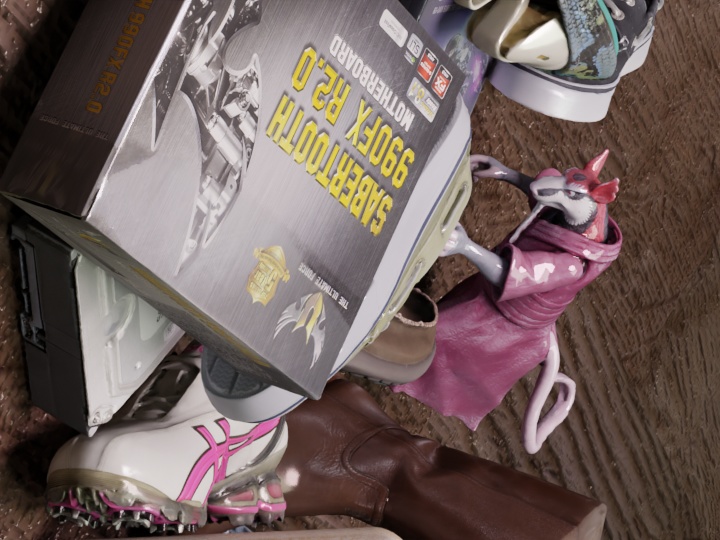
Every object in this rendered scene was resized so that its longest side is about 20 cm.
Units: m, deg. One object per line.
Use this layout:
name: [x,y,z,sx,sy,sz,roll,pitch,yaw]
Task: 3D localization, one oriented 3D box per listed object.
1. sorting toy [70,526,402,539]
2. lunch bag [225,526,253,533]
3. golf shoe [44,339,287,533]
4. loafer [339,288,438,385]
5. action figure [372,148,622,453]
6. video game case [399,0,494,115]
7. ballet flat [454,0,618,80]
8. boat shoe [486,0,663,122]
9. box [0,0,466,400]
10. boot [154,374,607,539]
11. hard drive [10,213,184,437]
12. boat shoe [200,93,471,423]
sorting toy: [-0.051,0.158,1.358,0.200,0.184,0.037,63,25,-67]
lunch bag: [-0.063,0.257,1.528,0.170,0.127,0.201,64,46,-71]
golf shoe: [-0.091,0.076,1.287,0.200,0.072,0.092,5,87,-72]
loafer: [-0.013,0.009,1.343,0.200,0.073,0.071,9,105,-63]
action figure: [0.093,0.014,1.549,0.200,0.149,0.134,-47,-176,40]
video game case: [0.024,-0.073,1.443,0.143,0.019,0.201,-20,135,-65]
ballet flat: [0.072,-0.144,1.358,0.074,0.074,0.200,-55,142,-20]
boat shoe: [0.128,-0.137,1.547,0.200,0.072,0.068,-35,149,-62]
box: [-0.045,-0.057,1.113,0.200,0.048,0.159,42,69,-55]
boot: [0.017,0.130,1.426,0.186,0.200,0.064,-39,151,-51]
hard drive: [-0.073,-0.039,1.193,0.200,0.038,0.140,-50,159,-31]
boat shoe: [0.000,0.000,1.255,0.200,0.072,0.062,-54,139,-29]
